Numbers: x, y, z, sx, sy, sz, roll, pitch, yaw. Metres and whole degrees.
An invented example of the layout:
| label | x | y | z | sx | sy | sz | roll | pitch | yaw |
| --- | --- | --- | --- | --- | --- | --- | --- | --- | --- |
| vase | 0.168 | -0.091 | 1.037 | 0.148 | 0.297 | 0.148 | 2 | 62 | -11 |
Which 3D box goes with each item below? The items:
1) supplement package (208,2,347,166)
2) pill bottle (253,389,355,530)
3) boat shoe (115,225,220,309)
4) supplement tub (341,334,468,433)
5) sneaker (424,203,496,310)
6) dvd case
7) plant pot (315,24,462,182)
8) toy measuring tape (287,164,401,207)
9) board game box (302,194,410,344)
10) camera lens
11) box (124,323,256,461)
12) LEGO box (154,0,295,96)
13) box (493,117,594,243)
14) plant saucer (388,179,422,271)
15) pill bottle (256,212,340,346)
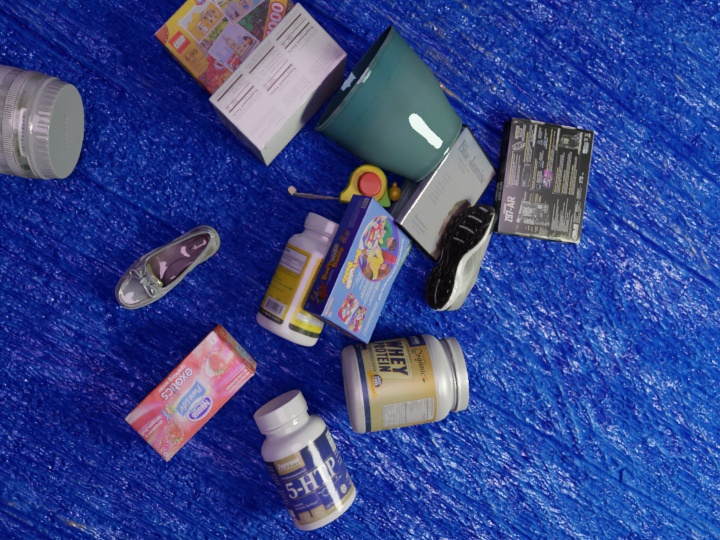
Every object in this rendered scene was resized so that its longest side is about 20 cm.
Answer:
| label | x | y | z | sx | sy | sz | roll | pitch | yaw |
| --- | --- | --- | --- | --- | --- | --- | --- | --- | --- |
| supplement package | -0.128 | -0.290 | 0.983 | 0.111 | 0.156 | 0.200 | 43 | 87 | -4 |
| pill bottle | -0.099 | 0.314 | 1.025 | 0.118 | 0.120 | 0.203 | -26 | 94 | -5 |
| boat shoe | -0.325 | -0.007 | 1.016 | 0.200 | 0.065 | 0.075 | -33 | 95 | -4 |
| supplement tub | 0.072 | 0.187 | 1.027 | 0.195 | 0.144 | 0.148 | -8 | 93 | -6 |
| sneaker | 0.181 | -0.022 | 1.069 | 0.079 | 0.074 | 0.203 | 16 | 102 | -47 |
| dvd case | 0.152 | -0.128 | 1.046 | 0.202 | 0.017 | 0.142 | -55 | 137 | -3 |
| plant pot | 0.057 | -0.252 | 0.996 | 0.187 | 0.200 | 0.202 | 37 | 88 | -16 |
| toy measuring tape | -0.024 | -0.151 | 1.044 | 0.195 | 0.074 | 0.076 | 6 | 91 | -7 |
| board game box | 0.000 | 0.000 | 0.990 | 0.134 | 0.044 | 0.203 | 37 | 72 | -48 |
| camera lens | -0.551 | -0.232 | 0.935 | 0.195 | 0.160 | 0.164 | 10 | 91 | -6 |
| box | -0.276 | 0.199 | 1.013 | 0.200 | 0.095 | 0.103 | -44 | 97 | -3 |
| LEGO box | -0.212 | -0.396 | 1.010 | 0.149 | 0.077 | 0.200 | 44 | 87 | -6 |
| box | 0.326 | -0.159 | 1.095 | 0.156 | 0.044 | 0.205 | 6 | 91 | -6 |
| plant saucer | 0.076 | -0.083 | 1.083 | 0.069 | 0.019 | 0.203 | 28 | 90 | -6 |
| pill bottle | -0.088 | 0.013 | 1.020 | 0.111 | 0.112 | 0.204 | 24 | 89 | -6 |
